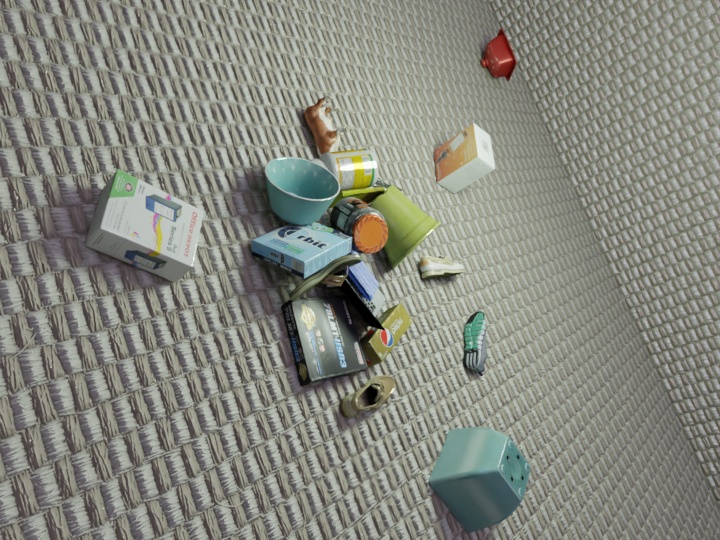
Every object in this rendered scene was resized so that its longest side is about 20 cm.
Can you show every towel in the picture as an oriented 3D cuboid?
[{"bbox_3d":[-0.012,-0.211,1.690,0.197,0.085,0.018,-15,74,-49],"label":"towel"},{"bbox_3d":[0.000,0.000,1.553,0.146,0.024,0.200,55,12,-4],"label":"towel"}]

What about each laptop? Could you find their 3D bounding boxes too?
[{"bbox_3d":[0.011,0.046,1.548,0.189,0.115,0.201,51,41,-12],"label":"laptop"}]

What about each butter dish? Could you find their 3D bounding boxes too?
[{"bbox_3d":[0.659,-1.036,2.827,0.200,0.144,0.206,85,-15,-80],"label":"butter dish"}]

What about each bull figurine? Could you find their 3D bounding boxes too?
[{"bbox_3d":[-0.097,-0.409,1.696,0.204,0.120,0.065,62,17,10],"label":"bull figurine"}]

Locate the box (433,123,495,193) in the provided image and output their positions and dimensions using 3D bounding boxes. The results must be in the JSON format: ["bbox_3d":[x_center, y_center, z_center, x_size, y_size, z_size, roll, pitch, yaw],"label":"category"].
[{"bbox_3d":[0.379,-0.408,2.125,0.105,0.198,0.157,22,53,-37],"label":"box"}]

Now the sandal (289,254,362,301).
[{"bbox_3d":[-0.078,0.025,1.380,0.198,0.080,0.058,-33,82,-10],"label":"sandal"}]

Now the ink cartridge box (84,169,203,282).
[{"bbox_3d":[-0.433,-0.087,1.178,0.197,0.086,0.149,29,49,-35],"label":"ink cartridge box"}]

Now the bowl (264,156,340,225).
[{"bbox_3d":[-0.157,-0.192,1.479,0.194,0.107,0.203,13,35,-9],"label":"bowl"}]

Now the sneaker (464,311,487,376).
[{"bbox_3d":[0.382,0.237,1.881,0.087,0.073,0.205,43,51,-39],"label":"sneaker"}]

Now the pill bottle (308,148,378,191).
[{"bbox_3d":[-0.056,-0.280,1.640,0.195,0.113,0.116,-13,77,-30],"label":"pill bottle"}]

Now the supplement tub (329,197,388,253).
[{"bbox_3d":[-0.003,-0.119,1.549,0.121,0.124,0.200,35,3,-26],"label":"supplement tub"}]

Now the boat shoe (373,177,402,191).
[{"bbox_3d":[0.062,-0.264,1.808,0.196,0.071,0.070,5,68,-43],"label":"boat shoe"}]

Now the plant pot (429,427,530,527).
[{"bbox_3d":[0.339,0.546,1.550,0.198,0.198,0.196,52,41,-11],"label":"plant pot"}]

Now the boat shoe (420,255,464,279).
[{"bbox_3d":[0.272,-0.016,1.889,0.196,0.074,0.071,-1,74,-45],"label":"boat shoe"}]

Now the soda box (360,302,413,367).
[{"bbox_3d":[0.066,0.173,1.574,0.069,0.063,0.200,54,40,-7],"label":"soda box"}]

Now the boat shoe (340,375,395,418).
[{"bbox_3d":[0.034,0.313,1.461,0.197,0.064,0.074,-14,79,-49],"label":"boat shoe"}]

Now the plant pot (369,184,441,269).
[{"bbox_3d":[0.110,-0.141,1.722,0.185,0.200,0.200,47,41,3],"label":"plant pot"}]

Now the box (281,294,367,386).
[{"bbox_3d":[-0.087,0.167,1.430,0.195,0.049,0.206,-1,69,-45],"label":"box"}]

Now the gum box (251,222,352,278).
[{"bbox_3d":[-0.141,-0.061,1.422,0.198,0.166,0.046,-30,134,-50],"label":"gum box"}]
